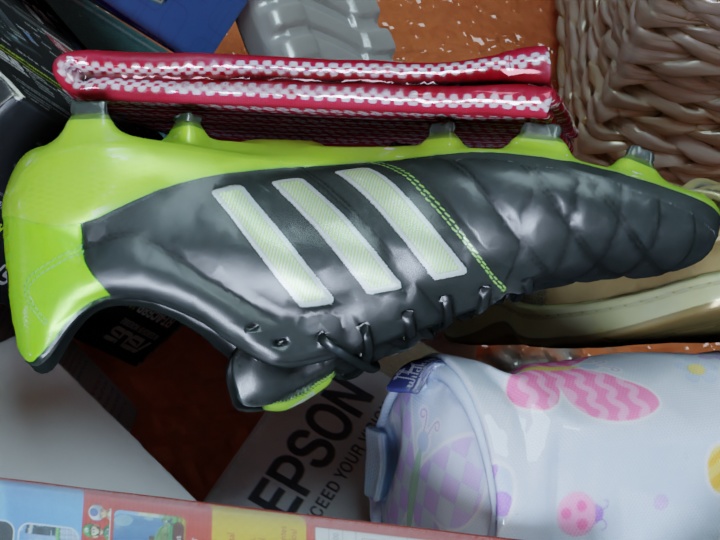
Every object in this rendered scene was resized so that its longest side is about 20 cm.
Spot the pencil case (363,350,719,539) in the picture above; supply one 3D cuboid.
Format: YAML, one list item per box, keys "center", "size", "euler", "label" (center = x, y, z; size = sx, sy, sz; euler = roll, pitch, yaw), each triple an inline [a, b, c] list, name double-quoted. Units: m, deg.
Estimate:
- center: [0.101, 0.062, 0.882]
  size: [0.199, 0.091, 0.083]
  euler: [-2, 89, -23]
  label: "pencil case"

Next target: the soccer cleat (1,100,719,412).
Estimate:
- center: [0.000, 0.000, 0.831]
  size: [0.199, 0.068, 0.081]
  euler: [2, 81, -3]
  label: "soccer cleat"

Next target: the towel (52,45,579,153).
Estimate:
- center: [-0.007, -0.053, 0.913]
  size: [0.144, 0.200, 0.023]
  euler: [2, 89, 5]
  label: "towel"

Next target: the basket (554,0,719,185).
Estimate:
- center: [0.186, -0.124, 1.140]
  size: [0.197, 0.161, 0.200]
  euler: [12, 45, -11]
  label: "basket"

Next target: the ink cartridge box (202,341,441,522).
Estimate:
- center: [0.015, 0.125, 0.898]
  size: [0.164, 0.075, 0.200]
  euler: [30, 45, 5]
  label: "ink cartridge box"

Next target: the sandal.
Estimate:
- center: [-0.008, -0.027, 1.050]
  size: [0.082, 0.050, 0.203]
  euler: [10, 59, -41]
  label: "sandal"

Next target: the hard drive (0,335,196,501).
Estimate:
- center: [-0.130, 0.097, 0.794]
  size: [0.200, 0.026, 0.132]
  euler: [-24, 55, -38]
  label: "hard drive"

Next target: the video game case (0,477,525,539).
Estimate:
- center: [-0.033, 0.126, 0.751]
  size: [0.199, 0.017, 0.143]
  euler: [8, 59, -12]
  label: "video game case"

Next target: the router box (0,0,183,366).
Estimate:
- center: [-0.130, -0.059, 0.936]
  size: [0.150, 0.062, 0.200]
  euler: [50, 6, 22]
  label: "router box"

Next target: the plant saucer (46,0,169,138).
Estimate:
- center: [-0.115, -0.078, 1.079]
  size: [0.200, 0.019, 0.070]
  euler: [32, 45, 10]
  label: "plant saucer"

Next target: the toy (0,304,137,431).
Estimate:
- center: [-0.160, 0.007, 0.923]
  size: [0.200, 0.047, 0.115]
  euler: [49, 21, -13]
  label: "toy"

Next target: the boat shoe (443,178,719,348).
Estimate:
- center: [0.079, -0.008, 0.940]
  size: [0.073, 0.201, 0.063]
  euler: [-1, 90, -17]
  label: "boat shoe"

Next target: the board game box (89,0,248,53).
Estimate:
- center: [-0.146, -0.153, 1.021]
  size: [0.200, 0.045, 0.152]
  euler: [34, 1, 33]
  label: "board game box"
